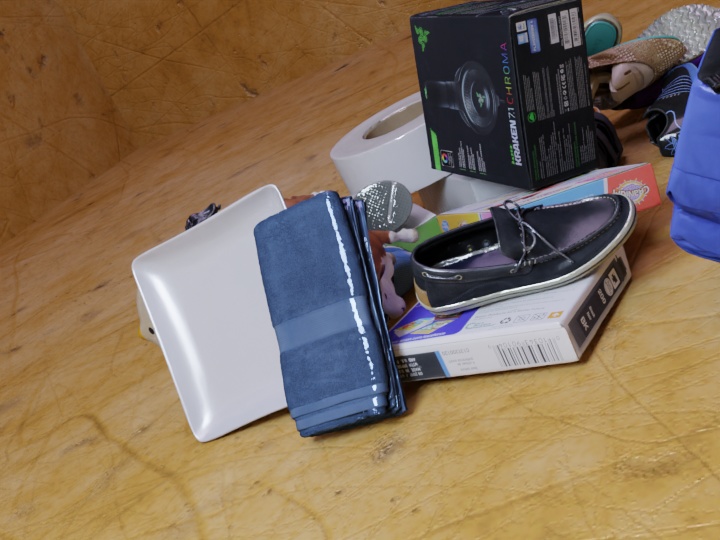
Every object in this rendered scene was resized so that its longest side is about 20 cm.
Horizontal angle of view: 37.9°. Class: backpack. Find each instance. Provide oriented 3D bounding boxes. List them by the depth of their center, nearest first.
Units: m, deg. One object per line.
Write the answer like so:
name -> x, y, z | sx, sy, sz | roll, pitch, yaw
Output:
backpack -> 0.333, -0.077, 0.755 | 0.199, 0.168, 0.163 | 15, 38, 17

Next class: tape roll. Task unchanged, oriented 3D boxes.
tape roll -> 0.064, -0.161, 1.308 | 0.202, 0.071, 0.203 | -27, 18, 9

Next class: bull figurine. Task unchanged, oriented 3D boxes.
bull figurine -> -0.019, -0.022, 1.037 | 0.200, 0.065, 0.121 | 30, 27, 28

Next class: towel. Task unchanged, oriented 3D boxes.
towel -> -0.029, 0.039, 0.921 | 0.111, 0.201, 0.048 | -19, -11, 31

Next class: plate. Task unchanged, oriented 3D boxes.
plate -> -0.115, 0.044, 1.021 | 0.199, 0.200, 0.032 | -25, -7, 28

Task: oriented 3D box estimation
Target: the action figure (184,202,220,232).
action figure -> -0.131, -0.016, 1.351 | 0.102, 0.199, 0.119 | -60, 39, 17

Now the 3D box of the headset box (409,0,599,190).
headset box -> 0.143, -0.190, 1.097 | 0.092, 0.175, 0.200 | -19, 20, -24

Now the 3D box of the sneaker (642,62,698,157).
sneaker -> 0.350, -0.178, 1.168 | 0.078, 0.070, 0.200 | -19, 19, 12

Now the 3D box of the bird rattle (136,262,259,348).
bird rattle -> -0.160, 0.042, 1.101 | 0.162, 0.201, 0.113 | 19, 36, 7

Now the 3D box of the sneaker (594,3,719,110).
sneaker -> 0.384, -0.258, 1.296 | 0.099, 0.070, 0.200 | 4, -22, -37

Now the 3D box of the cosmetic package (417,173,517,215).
cosmetic package -> 0.145, -0.111, 1.281 | 0.101, 0.071, 0.200 | -31, 18, -12

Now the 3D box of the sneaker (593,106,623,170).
sneaker -> 0.257, -0.142, 1.191 | 0.079, 0.079, 0.200 | -31, 15, 7

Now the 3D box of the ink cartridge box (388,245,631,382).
ink cartridge box -> 0.135, 0.027, 0.944 | 0.198, 0.044, 0.200 | -13, 21, 38

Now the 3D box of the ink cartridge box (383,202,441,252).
ink cartridge box -> 0.000, 0.000, 1.201 | 0.199, 0.059, 0.104 | -30, 18, -6

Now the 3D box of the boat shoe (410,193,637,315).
boat shoe -> 0.133, -0.022, 0.881 | 0.199, 0.062, 0.075 | -19, 40, 14

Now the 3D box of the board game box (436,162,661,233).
board game box -> 0.178, -0.059, 1.033 | 0.152, 0.041, 0.200 | -18, 6, -11

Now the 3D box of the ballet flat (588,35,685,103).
ballet flat -> 0.283, -0.222, 1.239 | 0.199, 0.071, 0.066 | -11, 56, 26

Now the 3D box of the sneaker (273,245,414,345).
sneaker -> 0.006, 0.042, 1.076 | 0.089, 0.079, 0.200 | 15, 38, 37

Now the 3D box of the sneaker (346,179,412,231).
sneaker -> -0.030, -0.041, 1.171 | 0.200, 0.071, 0.080 | -22, 3, 9

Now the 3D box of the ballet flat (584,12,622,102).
ballet flat -> 0.267, -0.231, 1.322 | 0.200, 0.069, 0.070 | -61, 4, 23
